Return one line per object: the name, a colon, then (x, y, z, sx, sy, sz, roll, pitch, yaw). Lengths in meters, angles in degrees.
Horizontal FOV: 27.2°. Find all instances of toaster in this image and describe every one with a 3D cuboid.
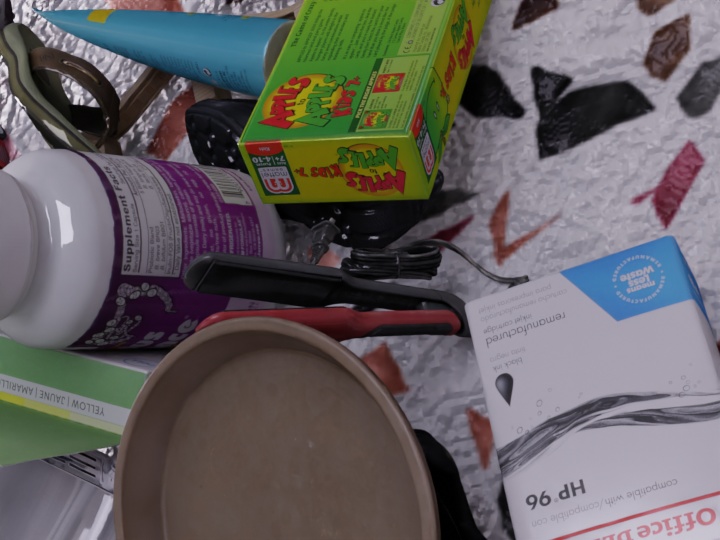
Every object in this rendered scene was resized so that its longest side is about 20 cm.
toaster: (-0.174, 0.166, 0.854, 0.199, 0.114, 0.130, 14, 72, 43)

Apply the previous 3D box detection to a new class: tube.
tube: (-0.119, -0.146, 0.960, 0.199, 0.077, 0.051, 14, 83, 35)

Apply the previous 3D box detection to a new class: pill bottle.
pill bottle: (-0.147, -0.010, 0.846, 0.112, 0.199, 0.113, -2, 87, 43)

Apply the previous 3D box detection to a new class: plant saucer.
plant saucer: (-0.041, 0.122, 0.723, 0.199, 0.029, 0.201, 1, 92, 36)

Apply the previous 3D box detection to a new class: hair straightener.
hair straightener: (0.000, 0.000, 0.801, 0.041, 0.199, 0.077, 123, 138, -54)

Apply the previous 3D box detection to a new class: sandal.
sandal: (-0.195, -0.118, 0.991, 0.057, 0.080, 0.201, -31, 45, -2)

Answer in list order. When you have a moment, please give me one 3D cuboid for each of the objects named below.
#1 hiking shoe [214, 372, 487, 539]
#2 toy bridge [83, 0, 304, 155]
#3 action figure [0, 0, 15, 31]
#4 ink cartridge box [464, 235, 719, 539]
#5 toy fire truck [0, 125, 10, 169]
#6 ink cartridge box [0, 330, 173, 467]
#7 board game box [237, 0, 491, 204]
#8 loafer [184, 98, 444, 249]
hiking shoe: (0.005, 0.098, 0.757, 0.200, 0.076, 0.101, 46, 137, 11)
toy bridge: (-0.103, -0.133, 1.004, 0.199, 0.027, 0.067, -29, 55, 18)
action figure: (-0.269, -0.220, 1.099, 0.130, 0.069, 0.201, -39, 30, 54)
ink cartridge box: (0.131, 0.097, 0.728, 0.116, 0.068, 0.201, -20, 59, 15)
toy fire truck: (-0.291, -0.072, 1.004, 0.049, 0.141, 0.200, -36, 48, 11)
ink cartridge box: (-0.176, 0.065, 0.849, 0.145, 0.200, 0.048, 10, 94, 33)
board game box: (0.010, -0.125, 0.871, 0.101, 0.048, 0.200, -1, 45, 22)
loafer: (-0.033, -0.067, 0.917, 0.070, 0.068, 0.200, -32, 39, -31)
